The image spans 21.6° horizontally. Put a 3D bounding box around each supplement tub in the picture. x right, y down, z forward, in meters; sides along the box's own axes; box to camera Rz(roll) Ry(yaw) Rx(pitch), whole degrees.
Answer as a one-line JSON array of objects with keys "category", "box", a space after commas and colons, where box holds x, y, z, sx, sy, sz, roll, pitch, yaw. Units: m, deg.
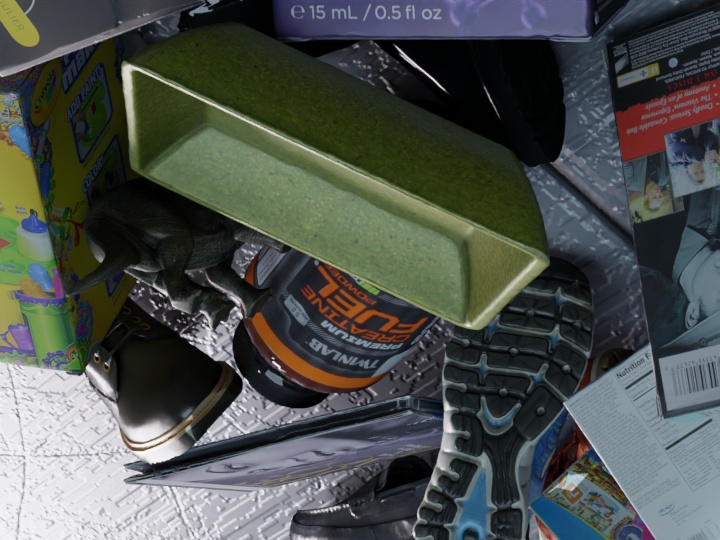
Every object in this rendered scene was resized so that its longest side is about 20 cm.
[{"category": "supplement tub", "box": [0.000, 0.000, 1.070, 0.107, 0.107, 0.200, 32, 135, -7]}]

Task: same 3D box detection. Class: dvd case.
[{"category": "dvd case", "box": [-0.024, 0.110, 1.162, 0.200, 0.016, 0.149, -15, 166, 25]}, {"category": "dvd case", "box": [0.196, -0.038, 0.912, 0.146, 0.200, 0.022, -18, 159, 34]}]

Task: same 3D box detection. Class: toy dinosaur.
[{"category": "toy dinosaur", "box": [-0.100, -0.020, 1.011, 0.102, 0.200, 0.077, 39, 135, 19]}]

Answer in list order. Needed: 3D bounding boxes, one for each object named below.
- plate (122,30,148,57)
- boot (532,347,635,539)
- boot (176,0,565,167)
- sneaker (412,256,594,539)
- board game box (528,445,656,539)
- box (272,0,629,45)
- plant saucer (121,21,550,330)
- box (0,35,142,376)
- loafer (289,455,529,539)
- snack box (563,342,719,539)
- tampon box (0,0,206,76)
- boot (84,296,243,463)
[{"category": "plate", "box": [-0.247, -0.149, 1.092, 0.199, 0.032, 0.200, -21, 120, 35]}, {"category": "boot", "box": [0.142, 0.127, 1.154, 0.107, 0.075, 0.200, 3, 132, 28]}, {"category": "boot", "box": [-0.003, -0.126, 0.976, 0.168, 0.076, 0.200, -16, 115, 29]}, {"category": "sneaker", "box": [0.081, 0.087, 1.095, 0.078, 0.090, 0.200, 19, 92, 9]}, {"category": "board game box", "box": [0.214, 0.111, 1.005, 0.148, 0.064, 0.200, 48, 109, 11]}, {"category": "box", "box": [0.038, -0.205, 0.822, 0.148, 0.104, 0.200, 1, 109, 19]}, {"category": "plant saucer", "box": [-0.010, -0.048, 0.885, 0.200, 0.048, 0.200, 26, 168, -1]}, {"category": "box", "box": [-0.235, -0.065, 1.030, 0.200, 0.122, 0.193, 9, 134, 15]}, {"category": "loafer", "box": [0.030, 0.156, 1.234, 0.068, 0.070, 0.200, 10, 166, -42]}, {"category": "snack box", "box": [0.213, 0.059, 0.938, 0.200, 0.037, 0.116, -37, 81, 26]}, {"category": "tampon box", "box": [-0.121, -0.215, 0.859, 0.126, 0.200, 0.150, -14, 123, 32]}, {"category": "boot", "box": [-0.157, 0.037, 1.141, 0.138, 0.077, 0.200, 50, 163, -18]}]
